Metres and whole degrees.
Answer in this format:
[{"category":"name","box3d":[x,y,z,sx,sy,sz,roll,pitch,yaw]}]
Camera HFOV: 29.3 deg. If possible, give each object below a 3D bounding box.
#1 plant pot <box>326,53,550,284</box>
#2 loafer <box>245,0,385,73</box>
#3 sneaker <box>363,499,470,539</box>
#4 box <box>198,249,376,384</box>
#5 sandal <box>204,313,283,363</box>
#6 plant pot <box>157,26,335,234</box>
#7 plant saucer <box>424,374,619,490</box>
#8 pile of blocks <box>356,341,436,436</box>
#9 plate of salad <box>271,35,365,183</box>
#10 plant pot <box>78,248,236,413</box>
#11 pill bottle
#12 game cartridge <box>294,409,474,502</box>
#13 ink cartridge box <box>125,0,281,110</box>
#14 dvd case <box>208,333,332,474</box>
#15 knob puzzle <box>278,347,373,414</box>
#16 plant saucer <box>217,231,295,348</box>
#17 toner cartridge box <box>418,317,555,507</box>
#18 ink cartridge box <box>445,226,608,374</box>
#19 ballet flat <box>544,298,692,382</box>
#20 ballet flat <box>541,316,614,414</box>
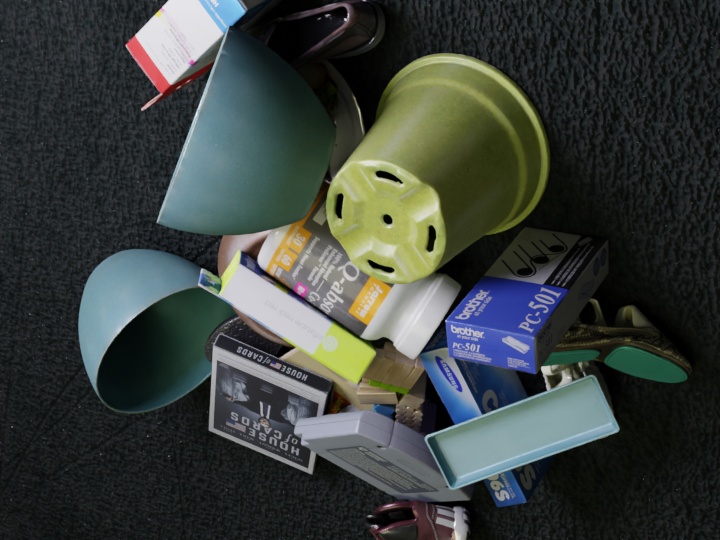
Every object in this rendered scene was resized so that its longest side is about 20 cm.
[{"category":"plant pot","box3d":[0.063,-0.086,1.360,0.198,0.184,0.203,16,126,23]},{"category":"loafer","box3d":[-0.072,-0.236,1.413,0.198,0.063,0.073,-15,80,27]},{"category":"sneaker","box3d":[0.040,0.339,1.686,0.114,0.076,0.201,23,124,-20]},{"category":"box","box3d":[-0.080,0.043,1.491,0.199,0.122,0.048,33,93,-8]},{"category":"sandal","box3d":[-0.106,0.053,1.642,0.075,0.045,0.200,41,115,-18]},{"category":"plant pot","box3d":[-0.102,-0.117,1.341,0.133,0.201,0.201,21,131,-9]},{"category":"plant saucer","box3d":[0.170,0.169,1.451,0.198,0.019,0.071,-23,105,20]},{"category":"pile of blocks","box3d":[0.042,0.130,1.560,0.081,0.063,0.201,0,142,9]},{"category":"plate of salad","box3d":[-0.085,-0.157,1.501,0.198,0.048,0.202,16,125,23]},{"category":"plant pot","box3d":[-0.263,0.054,1.668,0.135,0.198,0.202,47,137,32]},{"category":"pill bottle","box3d":[0.000,0.000,1.453,0.199,0.117,0.117,34,131,2]},{"category":"game cartridge","box3d":[0.035,0.216,1.593,0.132,0.042,0.199,-17,140,43]},{"category":"ink cartridge box","box3d":[-0.164,-0.259,1.442,0.199,0.116,0.068,-34,96,40]},{"category":"dvd case","box3d":[-0.113,0.166,1.671,0.149,0.025,0.201,22,143,8]},{"category":"knob puzzle","box3d":[-0.032,0.170,1.670,0.217,0.031,0.221,20,143,15]},{"category":"plant saucer","box3d":[-0.071,0.012,1.564,0.197,0.037,0.203,5,119,9]},{"category":"toner cartridge box","box3d":[0.142,0.149,1.514,0.043,0.095,0.202,-17,108,37]},{"category":"ink cartridge box","box3d":[0.167,0.025,1.350,0.093,0.200,0.045,9,123,27]},{"category":"ballet flat","box3d":[0.245,0.065,1.396,0.197,0.076,0.068,7,156,-14]},{"category":"ballet flat","box3d":[0.213,0.105,1.462,0.071,0.072,0.202,-9,113,36]}]
